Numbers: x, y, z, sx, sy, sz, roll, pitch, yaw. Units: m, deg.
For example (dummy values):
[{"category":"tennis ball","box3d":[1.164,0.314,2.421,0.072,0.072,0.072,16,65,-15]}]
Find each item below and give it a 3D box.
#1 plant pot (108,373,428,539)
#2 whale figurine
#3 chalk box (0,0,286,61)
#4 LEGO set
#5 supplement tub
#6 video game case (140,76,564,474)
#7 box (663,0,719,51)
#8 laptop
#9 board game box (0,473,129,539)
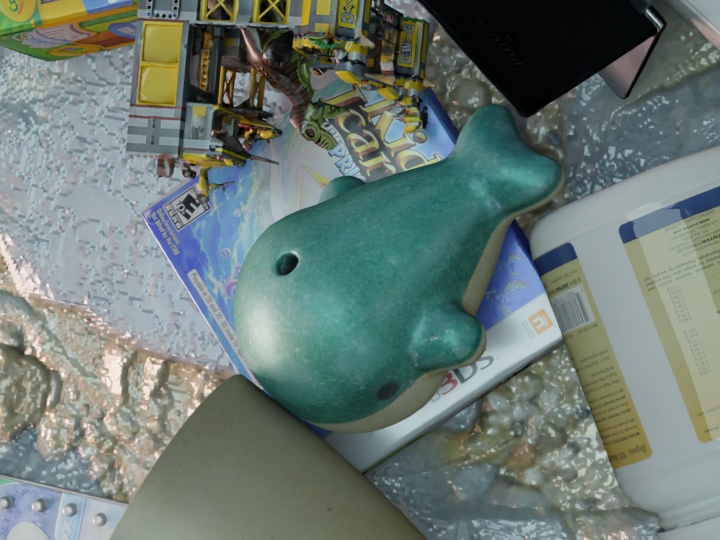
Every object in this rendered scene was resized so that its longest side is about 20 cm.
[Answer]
[{"category":"plant pot","box3d":[-0.027,0.186,1.295,0.199,0.187,0.188,30,95,9]},{"category":"whale figurine","box3d":[0.014,-0.009,1.289,0.200,0.104,0.159,-45,46,9]},{"category":"chalk box","box3d":[-0.159,-0.194,1.379,0.199,0.125,0.125,-12,87,12]},{"category":"LEGO set","box3d":[-0.042,-0.089,1.277,0.153,0.200,0.117,5,87,7]},{"category":"supplement tub","box3d":[0.188,0.044,1.296,0.144,0.144,0.201,-21,86,11]},{"category":"video game case","box3d":[0.000,0.000,1.385,0.181,0.045,0.200,-34,83,8]},{"category":"box","box3d":[0.215,-0.231,1.273,0.200,0.131,0.199,-47,64,8]},{"category":"laptop","box3d":[0.057,-0.157,1.283,0.116,0.200,0.187,-39,82,-10]},{"category":"board game box","box3d":[-0.192,0.231,1.433,0.199,0.026,0.201,12,92,11]}]
